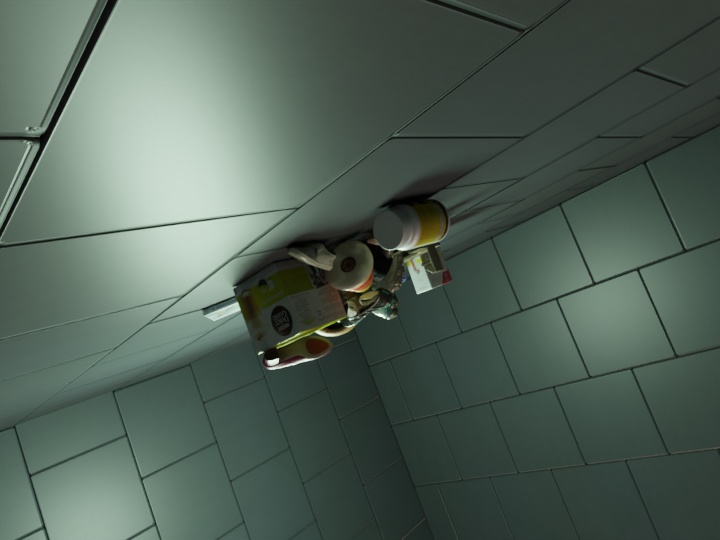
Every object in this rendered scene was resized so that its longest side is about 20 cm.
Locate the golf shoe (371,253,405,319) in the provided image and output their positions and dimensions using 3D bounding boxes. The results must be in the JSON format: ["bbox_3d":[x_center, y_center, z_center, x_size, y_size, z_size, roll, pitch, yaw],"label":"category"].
[{"bbox_3d":[0.078,0.043,1.654,0.095,0.204,0.078,11,177,21],"label":"golf shoe"}]

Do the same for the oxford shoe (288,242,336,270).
[{"bbox_3d":[-0.119,-0.043,1.359,0.059,0.074,0.199,-64,157,5],"label":"oxford shoe"}]

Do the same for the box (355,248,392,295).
[{"bbox_3d":[0.000,0.000,1.712,0.140,0.080,0.199,-28,150,26],"label":"box"}]

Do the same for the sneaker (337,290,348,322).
[{"bbox_3d":[-0.109,0.062,1.612,0.114,0.204,0.075,-16,172,29],"label":"sneaker"}]

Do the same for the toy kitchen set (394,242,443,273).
[{"bbox_3d":[0.171,-0.044,1.838,0.178,0.166,0.199,-25,172,28],"label":"toy kitchen set"}]

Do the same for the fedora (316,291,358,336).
[{"bbox_3d":[-0.091,0.112,1.721,0.197,0.203,0.082,-23,-149,6],"label":"fedora"}]

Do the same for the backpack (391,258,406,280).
[{"bbox_3d":[0.052,0.018,2.042,0.181,0.137,0.198,-27,173,42],"label":"backpack"}]

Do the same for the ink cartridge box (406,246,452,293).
[{"bbox_3d":[0.250,-0.031,2.064,0.144,0.204,0.083,-15,174,-46],"label":"ink cartridge box"}]

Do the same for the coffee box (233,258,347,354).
[{"bbox_3d":[-0.195,0.091,1.514,0.198,0.201,0.198,-27,172,38],"label":"coffee box"}]

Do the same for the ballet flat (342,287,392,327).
[{"bbox_3d":[0.005,0.103,1.625,0.198,0.069,0.068,-32,129,27],"label":"ballet flat"}]

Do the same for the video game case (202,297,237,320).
[{"bbox_3d":[-0.409,0.114,1.755,0.179,0.022,0.200,-22,173,-10],"label":"video game case"}]

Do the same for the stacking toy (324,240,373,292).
[{"bbox_3d":[-0.008,0.018,1.555,0.144,0.148,0.200,-23,151,9],"label":"stacking toy"}]

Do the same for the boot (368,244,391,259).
[{"bbox_3d":[0.012,-0.042,1.775,0.129,0.069,0.199,-10,166,-37],"label":"boot"}]

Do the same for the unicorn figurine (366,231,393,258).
[{"bbox_3d":[0.087,-0.099,1.583,0.136,0.076,0.198,-15,165,38],"label":"unicorn figurine"}]

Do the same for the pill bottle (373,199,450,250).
[{"bbox_3d":[0.129,-0.113,1.356,0.113,0.116,0.198,-28,172,42],"label":"pill bottle"}]

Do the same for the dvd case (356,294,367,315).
[{"bbox_3d":[-0.014,0.103,1.825,0.198,0.016,0.149,-10,-145,49],"label":"dvd case"}]

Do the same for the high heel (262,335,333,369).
[{"bbox_3d":[-0.175,0.230,1.508,0.195,0.069,0.096,-5,158,-11],"label":"high heel"}]
